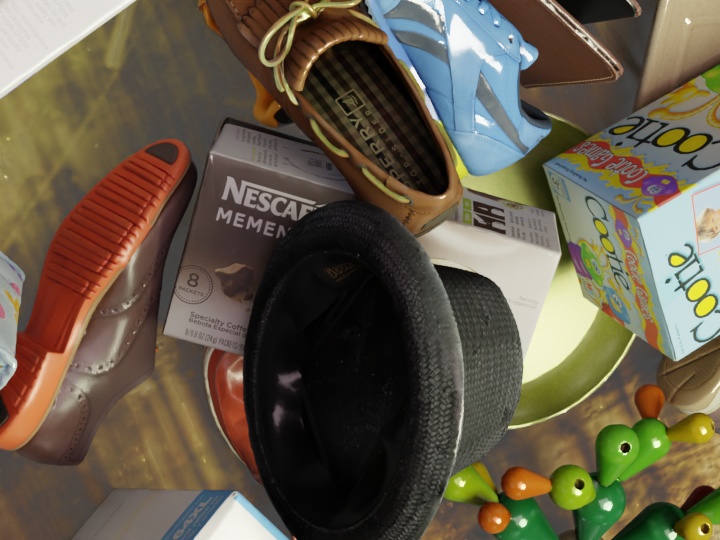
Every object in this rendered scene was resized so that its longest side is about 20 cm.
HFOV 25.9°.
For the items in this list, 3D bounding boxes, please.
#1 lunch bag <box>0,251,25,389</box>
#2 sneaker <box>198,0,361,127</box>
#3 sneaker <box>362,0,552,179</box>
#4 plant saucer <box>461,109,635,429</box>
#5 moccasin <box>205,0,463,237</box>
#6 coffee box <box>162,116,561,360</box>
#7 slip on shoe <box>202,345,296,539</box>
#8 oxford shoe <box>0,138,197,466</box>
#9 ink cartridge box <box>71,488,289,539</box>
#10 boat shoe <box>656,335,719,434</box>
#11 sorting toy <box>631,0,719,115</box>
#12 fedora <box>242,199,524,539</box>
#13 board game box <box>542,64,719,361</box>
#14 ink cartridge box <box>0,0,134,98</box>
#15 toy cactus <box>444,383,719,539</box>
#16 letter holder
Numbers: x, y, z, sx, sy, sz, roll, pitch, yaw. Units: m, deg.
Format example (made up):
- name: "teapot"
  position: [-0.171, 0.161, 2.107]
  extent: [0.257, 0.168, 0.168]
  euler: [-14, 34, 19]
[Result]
- name: "lunch bag"
  position: [-0.276, 0.006, 0.787]
  extent: [0.200, 0.170, 0.127]
  euler: [33, 98, -16]
- name: "sneaker"
  position: [-0.061, -0.172, 0.882]
  extent: [0.077, 0.078, 0.200]
  euler: [-37, 106, -25]
- name: "sneaker"
  position: [0.047, -0.140, 0.874]
  extent: [0.078, 0.066, 0.200]
  euler: [-25, 124, 8]
- name: "plant saucer"
  position: [0.086, -0.002, 0.978]
  extent: [0.199, 0.031, 0.201]
  euler: [-2, 96, -17]
- name: "moccasin"
  position: [-0.018, -0.107, 0.809]
  extent: [0.074, 0.078, 0.202]
  euler: [-28, 79, -13]
- name: "coffee box"
  position: [0.000, 0.000, 0.887]
  extent: [0.199, 0.080, 0.113]
  euler: [17, 110, -3]
- name: "slip on shoe"
  position: [-0.032, 0.118, 0.940]
  extent: [0.074, 0.061, 0.200]
  euler: [-27, 102, -11]
- name: "oxford shoe"
  position: [-0.144, 0.019, 0.900]
  extent: [0.072, 0.071, 0.200]
  euler: [32, 90, -39]
- name: "ink cartridge box"
  position: [-0.104, 0.206, 0.866]
  extent: [0.129, 0.200, 0.125]
  euler: [46, 65, -17]
- name: "boat shoe"
  position: [0.265, 0.015, 1.020]
  extent: [0.065, 0.072, 0.200]
  euler: [42, 74, -38]
- name: "sorting toy"
  position: [0.256, -0.168, 0.980]
  extent: [0.185, 0.036, 0.200]
  euler: [-8, 119, -26]
- name: "fedora"
  position: [0.019, 0.058, 0.799]
  extent: [0.091, 0.200, 0.201]
  euler: [-4, 98, -31]
- name: "board game box"
  position: [0.228, -0.053, 0.935]
  extent: [0.200, 0.103, 0.105]
  euler: [-29, 121, -13]
- name: "ink cartridge box"
  position: [-0.173, -0.126, 0.797]
  extent: [0.200, 0.198, 0.043]
  euler: [-36, 108, -11]
- name: "toy cactus"
  position: [0.138, 0.152, 0.978]
  extent: [0.199, 0.102, 0.165]
  euler: [-1, 127, -10]
- name: "letter holder"
  position: [0.077, -0.204, 0.893]
  extent: [0.200, 0.142, 0.101]
  euler: [37, 84, -17]
